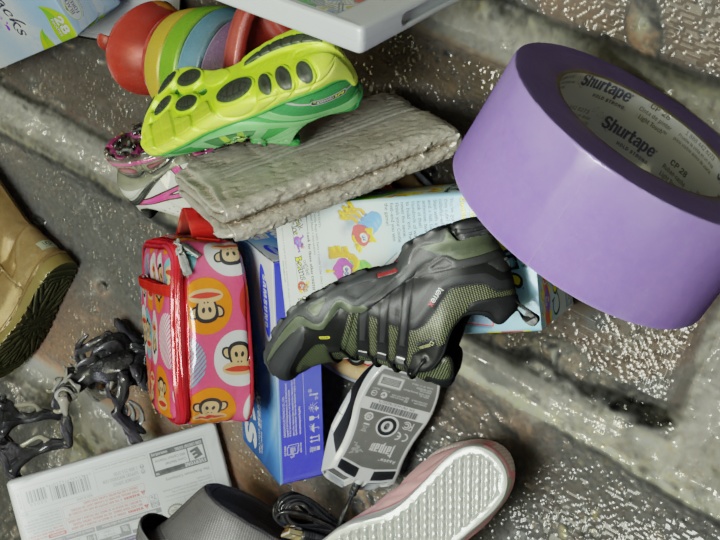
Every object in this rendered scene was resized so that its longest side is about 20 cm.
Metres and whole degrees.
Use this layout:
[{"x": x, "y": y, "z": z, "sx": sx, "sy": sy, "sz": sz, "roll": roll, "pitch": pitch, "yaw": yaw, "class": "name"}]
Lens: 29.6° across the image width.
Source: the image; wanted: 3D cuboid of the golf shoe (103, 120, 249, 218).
[{"x": -0.128, "y": -0.086, "z": 1.200, "sx": 0.199, "sy": 0.073, "sz": 0.093, "roll": 2, "pitch": 131, "yaw": 32, "class": "golf shoe"}]

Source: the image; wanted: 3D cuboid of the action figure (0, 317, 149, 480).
[{"x": -0.254, "y": 0.122, "z": 1.302, "sx": 0.199, "sy": 0.102, "sz": 0.119, "roll": -31, "pitch": 44, "yaw": -2, "class": "action figure"}]

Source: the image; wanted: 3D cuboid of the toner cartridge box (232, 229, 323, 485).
[{"x": -0.070, "y": 0.069, "z": 1.152, "sx": 0.095, "sy": 0.043, "sz": 0.202, "roll": 34, "pitch": 130, "yaw": 58, "class": "toner cartridge box"}]

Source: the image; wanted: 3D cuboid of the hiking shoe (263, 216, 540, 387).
[{"x": 0.022, "y": 0.044, "z": 0.949, "sx": 0.199, "sy": 0.076, "sz": 0.101, "roll": -30, "pitch": 84, "yaw": 23, "class": "hiking shoe"}]

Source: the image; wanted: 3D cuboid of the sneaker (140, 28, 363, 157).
[{"x": -0.085, "y": -0.115, "z": 1.010, "sx": 0.199, "sy": 0.083, "sz": 0.075, "roll": -11, "pitch": 56, "yaw": 35, "class": "sneaker"}]

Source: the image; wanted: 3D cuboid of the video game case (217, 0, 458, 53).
[{"x": -0.022, "y": -0.229, "z": 1.017, "sx": 0.199, "sy": 0.182, "sz": 0.023, "roll": 25, "pitch": 130, "yaw": 30, "class": "video game case"}]

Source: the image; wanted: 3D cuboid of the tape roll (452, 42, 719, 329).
[{"x": 0.166, "y": -0.059, "z": 0.900, "sx": 0.200, "sy": 0.199, "sz": 0.085, "roll": 44, "pitch": 121, "yaw": 21, "class": "tape roll"}]

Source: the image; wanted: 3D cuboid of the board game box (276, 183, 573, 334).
[{"x": 0.049, "y": -0.010, "z": 1.028, "sx": 0.198, "sy": 0.103, "sz": 0.106, "roll": -3, "pitch": 97, "yaw": 22, "class": "board game box"}]

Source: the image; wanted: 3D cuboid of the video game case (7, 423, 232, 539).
[{"x": -0.207, "y": 0.256, "z": 1.263, "sx": 0.198, "sy": 0.023, "sz": 0.184, "roll": -15, "pitch": 90, "yaw": -7, "class": "video game case"}]

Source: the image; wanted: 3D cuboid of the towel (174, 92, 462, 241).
[{"x": -0.033, "y": -0.080, "z": 1.026, "sx": 0.132, "sy": 0.199, "sz": 0.035, "roll": 41, "pitch": 149, "yaw": 59, "class": "towel"}]

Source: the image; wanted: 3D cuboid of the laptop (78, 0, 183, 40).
[{"x": -0.260, "y": -0.304, "z": 1.214, "sx": 0.186, "sy": 0.116, "sz": 0.202, "roll": 15, "pitch": 107, "yaw": 34, "class": "laptop"}]

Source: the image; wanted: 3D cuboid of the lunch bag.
[{"x": -0.141, "y": 0.035, "z": 1.160, "sx": 0.200, "sy": 0.081, "sz": 0.178, "roll": -174, "pitch": 82, "yaw": -74, "class": "lunch bag"}]

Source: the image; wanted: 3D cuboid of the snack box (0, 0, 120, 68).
[{"x": -0.338, "y": -0.279, "z": 1.248, "sx": 0.199, "sy": 0.068, "sz": 0.169, "roll": -10, "pitch": 120, "yaw": 46, "class": "snack box"}]

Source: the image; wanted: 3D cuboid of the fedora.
[{"x": -0.096, "y": 0.256, "z": 1.171, "sx": 0.200, "sy": 0.177, "sz": 0.090, "roll": 41, "pitch": 90, "yaw": -6, "class": "fedora"}]

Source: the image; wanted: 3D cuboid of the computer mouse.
[{"x": 0.006, "y": 0.147, "z": 1.133, "sx": 0.201, "sy": 0.109, "sz": 0.044, "roll": -64, "pitch": 23, "yaw": 18, "class": "computer mouse"}]

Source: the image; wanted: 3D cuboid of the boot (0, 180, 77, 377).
[{"x": -0.391, "y": -0.013, "z": 1.401, "sx": 0.200, "sy": 0.066, "sz": 0.176, "roll": 43, "pitch": 108, "yaw": 21, "class": "boot"}]

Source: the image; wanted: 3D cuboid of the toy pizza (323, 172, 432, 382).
[{"x": 0.000, "y": 0.000, "z": 1.136, "sx": 0.199, "sy": 0.032, "sz": 0.202, "roll": 8, "pitch": 104, "yaw": 35, "class": "toy pizza"}]

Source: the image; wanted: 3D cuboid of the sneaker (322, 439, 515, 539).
[{"x": 0.045, "y": 0.204, "z": 1.086, "sx": 0.200, "sy": 0.105, "sz": 0.076, "roll": -40, "pitch": 82, "yaw": 13, "class": "sneaker"}]

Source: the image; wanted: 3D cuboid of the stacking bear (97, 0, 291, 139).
[{"x": -0.135, "y": -0.176, "z": 1.146, "sx": 0.199, "sy": 0.121, "sz": 0.115, "roll": 18, "pitch": 93, "yaw": 38, "class": "stacking bear"}]
